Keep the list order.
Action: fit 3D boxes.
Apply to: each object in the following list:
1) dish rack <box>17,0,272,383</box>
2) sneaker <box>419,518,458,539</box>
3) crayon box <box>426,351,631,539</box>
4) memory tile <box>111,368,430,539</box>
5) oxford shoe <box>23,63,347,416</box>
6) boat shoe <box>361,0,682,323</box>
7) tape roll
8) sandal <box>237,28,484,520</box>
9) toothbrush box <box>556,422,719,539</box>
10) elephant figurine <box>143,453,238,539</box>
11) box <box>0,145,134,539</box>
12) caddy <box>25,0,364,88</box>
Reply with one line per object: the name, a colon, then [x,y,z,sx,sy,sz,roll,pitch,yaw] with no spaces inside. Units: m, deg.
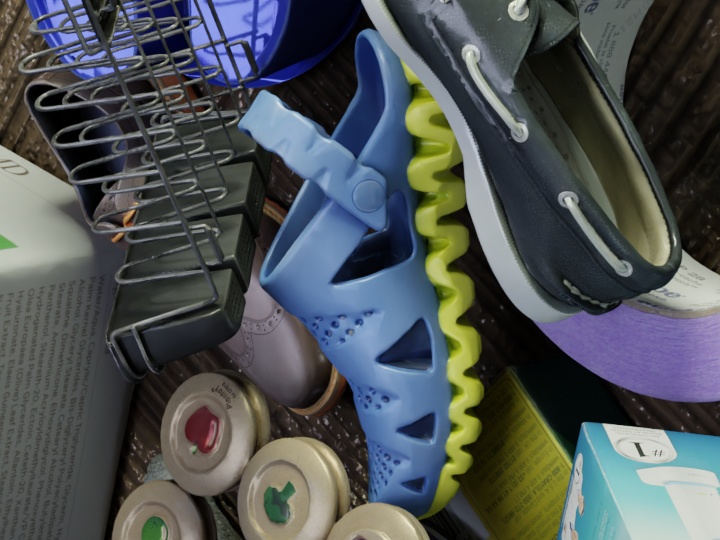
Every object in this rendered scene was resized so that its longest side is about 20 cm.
dish rack: [-0.086,-0.078,1.114,0.054,0.154,0.201,-13,123,13]
sneaker: [0.030,0.184,1.149,0.074,0.087,0.201,-45,68,38]
crayon box: [0.091,0.150,1.181,0.127,0.051,0.200,-47,66,37]
memory tile: [-0.032,0.146,1.142,0.200,0.017,0.154,36,106,35]
oxford shoe: [-0.079,-0.012,1.289,0.200,0.073,0.071,51,126,22]
boat shoe: [0.056,-0.079,1.061,0.060,0.076,0.201,-17,108,40]
tape roll: [0.133,-0.055,1.098,0.199,0.065,0.201,9,103,41]
sandal: [0.000,0.000,1.143,0.079,0.087,0.201,-157,61,-76]
toothbrush box: [0.154,0.134,0.998,0.200,0.146,0.086,-111,29,-69]
elephant figurine: [-0.077,0.189,1.268,0.141,0.155,0.200,-44,79,1]
box: [-0.230,0.047,1.369,0.199,0.171,0.201,28,115,35]
caddy: [-0.069,-0.168,1.232,0.141,0.105,0.201,3,110,25]
